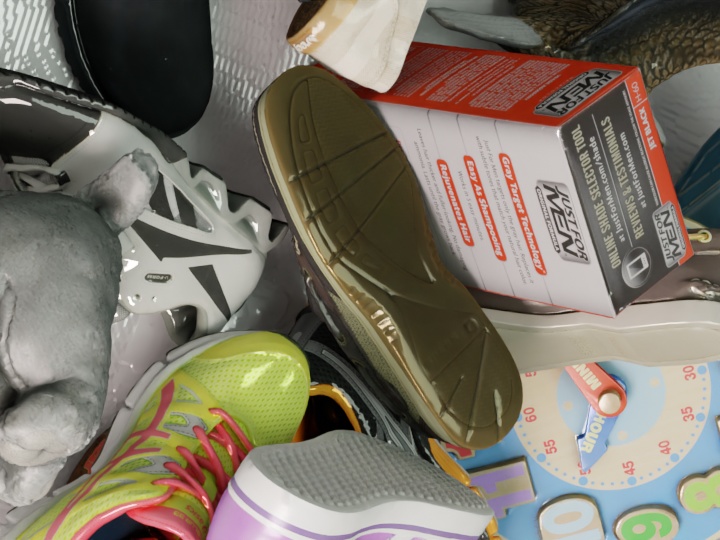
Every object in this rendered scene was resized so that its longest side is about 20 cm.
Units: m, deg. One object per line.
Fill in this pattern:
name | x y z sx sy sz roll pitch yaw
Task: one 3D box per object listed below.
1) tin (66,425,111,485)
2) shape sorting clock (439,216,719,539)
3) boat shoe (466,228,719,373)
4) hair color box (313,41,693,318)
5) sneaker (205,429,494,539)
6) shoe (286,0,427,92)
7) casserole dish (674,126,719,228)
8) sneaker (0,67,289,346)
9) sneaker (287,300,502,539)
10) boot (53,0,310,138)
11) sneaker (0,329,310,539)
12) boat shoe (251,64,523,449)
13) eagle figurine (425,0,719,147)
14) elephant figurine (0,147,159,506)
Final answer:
tin | -0.073 0.152 1.319 0.112 0.042 0.200 -50 126 -26
shape sorting clock | 0.130 0.064 1.406 0.199 0.039 0.201 1 107 4
boat shoe | 0.092 0.012 1.349 0.072 0.199 0.060 52 39 -60
hair color box | 0.056 -0.048 1.280 0.061 0.200 0.102 -35 119 -30
sneaker | -0.019 0.137 1.237 0.200 0.073 0.115 6 113 -58
shoe | 0.027 -0.171 1.298 0.053 0.070 0.201 32 63 -12
casserole dish | 0.210 -0.055 1.441 0.039 0.200 0.121 38 65 -5
sneaker | -0.117 -0.023 1.221 0.200 0.074 0.089 34 77 -41
sneaker | 0.005 0.108 1.343 0.077 0.078 0.201 -44 115 -48
boot | -0.069 -0.143 1.180 0.073 0.162 0.199 -24 113 -33
sneaker | -0.085 0.105 1.217 0.200 0.090 0.078 -45 116 -22
boat shoe | 0.001 0.000 1.272 0.072 0.066 0.201 -40 103 -34
eagle figurine | 0.140 -0.113 1.382 0.200 0.152 0.151 -43 163 -7
elephant figurine | -0.208 0.015 1.127 0.199 0.141 0.156 20 56 -25
